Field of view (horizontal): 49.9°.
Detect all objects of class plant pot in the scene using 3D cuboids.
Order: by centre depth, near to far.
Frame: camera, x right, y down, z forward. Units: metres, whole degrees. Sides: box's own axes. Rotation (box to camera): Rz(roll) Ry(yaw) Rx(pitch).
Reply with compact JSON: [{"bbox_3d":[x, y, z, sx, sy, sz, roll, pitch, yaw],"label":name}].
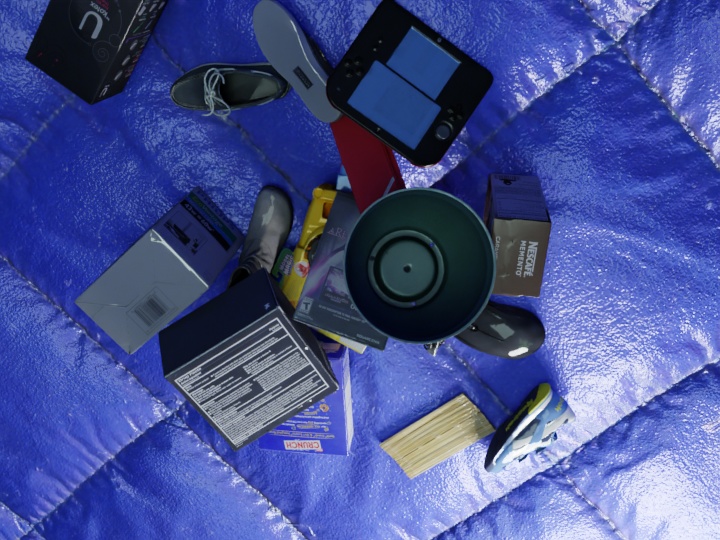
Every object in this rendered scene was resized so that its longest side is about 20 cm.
[{"bbox_3d":[0.071,-0.005,1.056,0.199,0.134,0.202,0,89,-5],"label":"plant pot"}]

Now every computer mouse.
[{"bbox_3d":[0.205,0.100,1.272,0.199,0.053,0.139,14,115,5],"label":"computer mouse"}]

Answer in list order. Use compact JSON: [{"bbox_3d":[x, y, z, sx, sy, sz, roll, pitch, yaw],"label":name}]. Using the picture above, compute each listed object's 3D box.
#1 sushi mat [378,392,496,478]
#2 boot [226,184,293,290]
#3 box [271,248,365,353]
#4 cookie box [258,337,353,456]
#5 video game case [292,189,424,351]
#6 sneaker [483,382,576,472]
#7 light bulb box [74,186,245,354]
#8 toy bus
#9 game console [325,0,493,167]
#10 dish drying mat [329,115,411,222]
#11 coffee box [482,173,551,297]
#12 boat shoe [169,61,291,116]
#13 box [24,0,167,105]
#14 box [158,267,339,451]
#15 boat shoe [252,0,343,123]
[{"bbox_3d":[0.138,0.300,1.395,0.200,0.012,0.096,-36,101,22],"label":"sushi mat"},{"bbox_3d":[-0.166,-0.027,1.243,0.069,0.132,0.201,16,116,5],"label":"boot"},{"bbox_3d":[-0.059,0.044,1.303,0.199,0.048,0.118,27,116,-4],"label":"box"},{"bbox_3d":[-0.103,0.222,1.373,0.170,0.075,0.201,2,114,11],"label":"cookie box"},{"bbox_3d":[0.000,0.000,1.131,0.142,0.019,0.201,19,88,0],"label":"video game case"},{"bbox_3d":[0.287,0.287,1.329,0.082,0.074,0.200,33,117,-7],"label":"sneaker"},{"bbox_3d":[-0.315,-0.005,1.245,0.198,0.200,0.125,-37,103,23],"label":"light bulb box"},{"bbox_3d":[0.011,-0.079,1.201,0.199,0.136,0.193,13,100,3],"label":"toy bus"},{"bbox_3d":[0.068,-0.265,1.114,0.199,0.031,0.177,35,92,-6],"label":"game console"},{"bbox_3d":[0.013,-0.158,1.135,0.076,0.018,0.201,-24,63,11],"label":"dish drying mat"},{"bbox_3d":[0.219,-0.055,1.116,0.079,0.200,0.115,6,115,5],"label":"coffee box"},{"bbox_3d":[-0.204,-0.275,1.180,0.199,0.062,0.075,1,116,11],"label":"boat shoe"},{"bbox_3d":[-0.387,-0.368,1.150,0.122,0.106,0.200,35,116,-5],"label":"box"},{"bbox_3d":[-0.172,0.138,1.199,0.199,0.123,0.199,-31,127,1],"label":"box"},{"bbox_3d":[-0.086,-0.310,1.145,0.068,0.057,0.201,-26,105,30],"label":"boat shoe"}]
